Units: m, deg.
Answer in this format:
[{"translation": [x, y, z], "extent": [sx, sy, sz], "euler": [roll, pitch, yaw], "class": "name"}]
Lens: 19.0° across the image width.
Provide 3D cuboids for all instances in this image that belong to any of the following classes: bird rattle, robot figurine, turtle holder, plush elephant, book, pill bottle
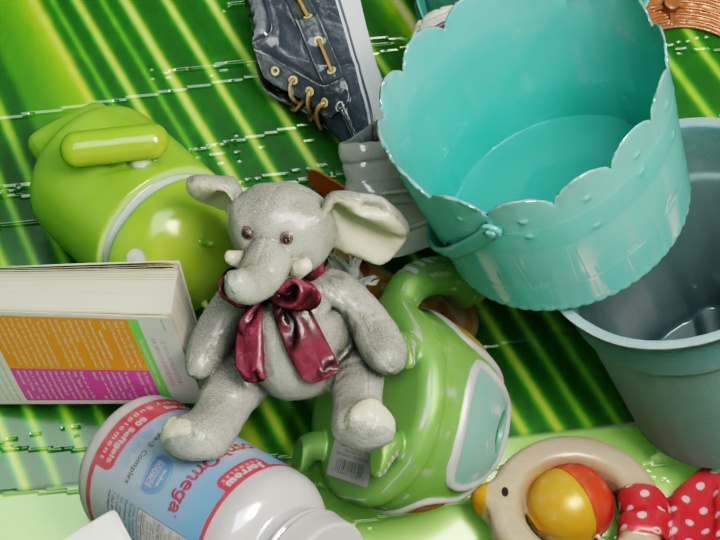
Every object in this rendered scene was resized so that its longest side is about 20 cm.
[{"translation": [0.172, 0.183, 1.560], "extent": [0.200, 0.113, 0.163], "euler": [-32, 60, -16], "class": "bird rattle"}, {"translation": [-0.164, -0.044, 1.579], "extent": [0.116, 0.176, 0.200], "euler": [-29, 50, -26], "class": "robot figurine"}, {"translation": [0.038, 0.086, 1.561], "extent": [0.132, 0.141, 0.186], "euler": [16, 58, -37], "class": "turtle holder"}, {"translation": [-0.050, 0.012, 1.445], "extent": [0.164, 0.155, 0.200], "euler": [-1, 43, 24], "class": "plush elephant"}, {"translation": [-0.217, 0.052, 1.532], "extent": [0.199, 0.134, 0.048], "euler": [0, 54, 8], "class": "book"}, {"translation": [-0.096, 0.171, 1.493], "extent": [0.200, 0.109, 0.109], "euler": [25, 69, 37], "class": "pill bottle"}]

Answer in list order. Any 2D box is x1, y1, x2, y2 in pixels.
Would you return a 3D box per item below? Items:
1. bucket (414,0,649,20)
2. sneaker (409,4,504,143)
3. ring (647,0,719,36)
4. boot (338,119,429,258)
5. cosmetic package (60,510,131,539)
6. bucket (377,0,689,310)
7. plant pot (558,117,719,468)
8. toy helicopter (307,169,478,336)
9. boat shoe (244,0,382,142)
[{"translation": [0.132, -0.244, 1.662], "extent": [0.207, 0.135, 0.208], "euler": [1, 62, -2], "class": "bucket"}, {"translation": [0.109, -0.113, 1.602], "extent": [0.200, 0.077, 0.085], "euler": [31, 46, -28], "class": "sneaker"}, {"translation": [0.262, -0.136, 1.710], "extent": [0.200, 0.019, 0.201], "euler": [1, 72, -3], "class": "ring"}, {"translation": [0.063, -0.078, 1.598], "extent": [0.200, 0.073, 0.096], "euler": [-23, 108, -46], "class": "boot"}, {"translation": [-0.189, 0.288, 1.441], "extent": [0.165, 0.200, 0.165], "euler": [-31, 76, -12], "class": "cosmetic package"}, {"translation": [0.122, -0.082, 1.447], "extent": [0.207, 0.135, 0.208], "euler": [-11, 49, 13], "class": "bucket"}, {"translation": [0.245, 0.029, 1.538], "extent": [0.200, 0.196, 0.201], "euler": [-11, 50, 14], "class": "plant pot"}, {"translation": [0.000, 0.000, 1.630], "extent": [0.200, 0.079, 0.132], "euler": [25, 62, -7], "class": "toy helicopter"}, {"translation": [-0.029, -0.137, 1.667], "extent": [0.091, 0.071, 0.201], "euler": [-13, 67, -6], "class": "boat shoe"}]
